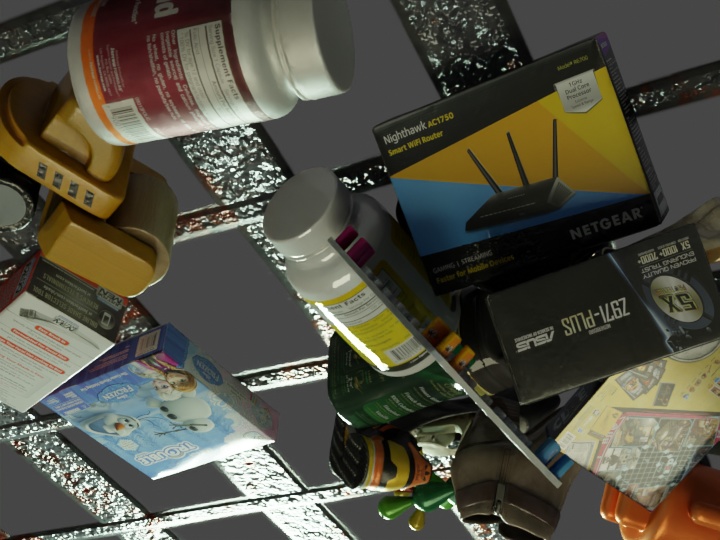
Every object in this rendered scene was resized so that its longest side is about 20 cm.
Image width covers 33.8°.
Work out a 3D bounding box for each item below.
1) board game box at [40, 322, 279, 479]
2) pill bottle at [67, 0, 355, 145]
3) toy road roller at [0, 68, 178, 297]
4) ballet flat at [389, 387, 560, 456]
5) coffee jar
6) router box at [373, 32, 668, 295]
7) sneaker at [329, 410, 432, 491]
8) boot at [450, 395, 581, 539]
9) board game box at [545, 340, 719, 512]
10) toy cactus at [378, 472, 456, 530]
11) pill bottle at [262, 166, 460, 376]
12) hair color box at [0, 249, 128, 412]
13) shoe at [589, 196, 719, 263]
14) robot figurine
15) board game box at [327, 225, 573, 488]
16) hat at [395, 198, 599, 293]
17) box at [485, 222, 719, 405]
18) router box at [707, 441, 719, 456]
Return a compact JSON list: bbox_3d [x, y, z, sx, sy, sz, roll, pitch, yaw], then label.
[{"bbox_3d":[-0.229,0.157,1.362,0.198,0.044,0.199,-21,134,30],"label":"board game box"},{"bbox_3d":[-0.111,-0.167,0.903,0.197,0.116,0.115,-8,138,17],"label":"pill bottle"},{"bbox_3d":[-0.225,-0.090,1.012,0.199,0.124,0.146,32,123,-26],"label":"toy road roller"},{"bbox_3d":[0.123,0.171,1.305,0.196,0.074,0.074,-7,139,17],"label":"ballet flat"},{"bbox_3d":[0.066,0.086,1.183,0.198,0.106,0.085,-19,142,29],"label":"coffee jar"},{"bbox_3d":[0.126,-0.081,0.951,0.198,0.051,0.151,-19,97,27],"label":"router box"},{"bbox_3d":[0.021,0.196,1.280,0.088,0.071,0.200,10,-176,-11],"label":"sneaker"},{"bbox_3d":[0.190,0.210,1.208,0.196,0.148,0.071,9,144,4],"label":"boot"},{"bbox_3d":[0.292,0.124,1.147,0.134,0.035,0.201,33,110,-12],"label":"board game box"},{"bbox_3d":[0.120,0.236,1.347,0.196,0.104,0.165,0,162,-12],"label":"toy cactus"},{"bbox_3d":[0.000,0.000,1.086,0.110,0.113,0.200,-18,134,28],"label":"pill bottle"},{"bbox_3d":[-0.348,0.068,1.260,0.110,0.065,0.199,34,135,-27],"label":"hair color box"},{"bbox_3d":[0.255,-0.010,1.086,0.198,0.070,0.054,-24,91,37],"label":"shoe"},{"bbox_3d":[0.375,0.277,1.357,0.197,0.118,0.145,18,133,-11],"label":"robot figurine"},{"bbox_3d":[0.073,0.066,0.964,0.026,0.200,0.200,-43,127,1],"label":"board game box"},{"bbox_3d":[0.127,-0.025,1.060,0.197,0.082,0.202,5,141,4],"label":"hat"},{"bbox_3d":[0.192,0.035,0.944,0.161,0.087,0.200,-20,175,8],"label":"box"},{"bbox_3d":[0.373,0.132,1.230,0.196,0.052,0.150,11,142,-4],"label":"router box"}]
